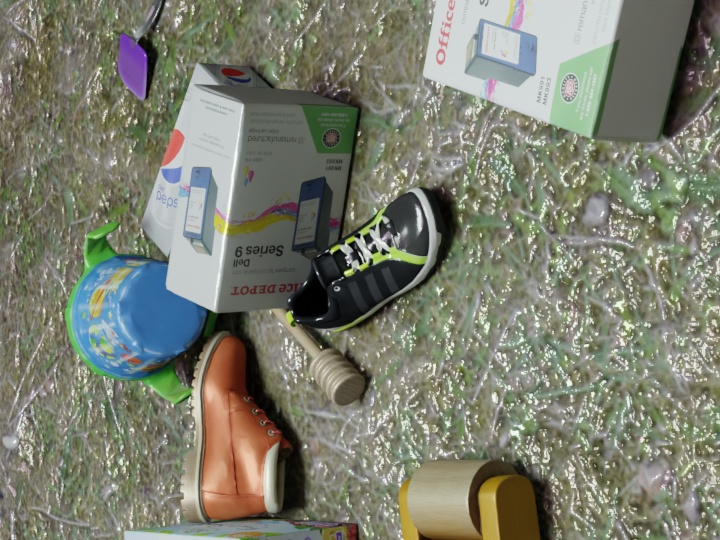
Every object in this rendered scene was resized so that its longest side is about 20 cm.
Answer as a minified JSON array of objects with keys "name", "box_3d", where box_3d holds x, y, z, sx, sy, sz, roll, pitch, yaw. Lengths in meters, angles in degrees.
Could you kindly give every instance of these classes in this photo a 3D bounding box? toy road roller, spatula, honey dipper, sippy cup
[{"name":"toy road roller","box_3d":[0.067,0.263,1.401,0.123,0.146,0.201,-8,86,49]},{"name":"spatula","box_3d":[-0.229,-0.285,1.819,0.057,0.021,0.200,41,120,34]},{"name":"honey dipper","box_3d":[-0.063,0.060,1.630,0.200,0.038,0.038,45,124,40]},{"name":"sippy cup","box_3d":[-0.223,0.044,1.716,0.130,0.178,0.140,-14,49,65]}]

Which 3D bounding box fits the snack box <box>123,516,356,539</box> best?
[{"name":"snack box","box_3d":[-0.119,0.274,1.623,0.200,0.142,0.053,-8,86,49]}]

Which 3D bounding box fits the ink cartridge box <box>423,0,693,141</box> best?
[{"name":"ink cartridge box","box_3d":[0.153,-0.198,1.314,0.200,0.087,0.146,29,114,47]}]

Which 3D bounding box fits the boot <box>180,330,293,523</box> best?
[{"name":"boot","box_3d":[-0.117,0.155,1.679,0.107,0.075,0.201,-4,68,14]}]

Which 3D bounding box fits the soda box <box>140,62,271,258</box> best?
[{"name":"soda box","box_3d":[-0.157,-0.111,1.708,0.063,0.068,0.200,47,126,38]}]

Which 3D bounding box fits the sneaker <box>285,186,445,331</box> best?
[{"name":"sneaker","box_3d":[0.000,0.000,1.516,0.200,0.083,0.072,-49,57,39]}]

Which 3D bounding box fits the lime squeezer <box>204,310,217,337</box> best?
[{"name":"lime squeezer","box_3d":[-0.139,-0.006,1.697,0.071,0.038,0.200,-113,37,-60]}]

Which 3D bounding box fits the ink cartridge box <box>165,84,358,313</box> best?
[{"name":"ink cartridge box","box_3d":[-0.093,-0.067,1.575,0.087,0.145,0.201,24,109,45]}]
